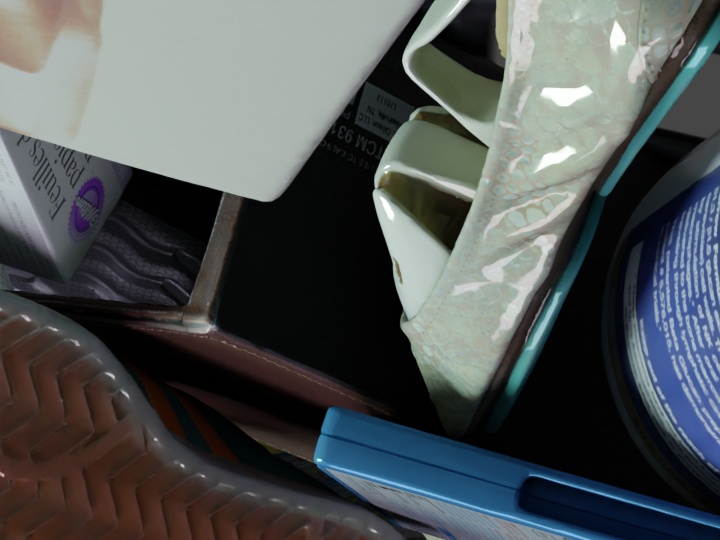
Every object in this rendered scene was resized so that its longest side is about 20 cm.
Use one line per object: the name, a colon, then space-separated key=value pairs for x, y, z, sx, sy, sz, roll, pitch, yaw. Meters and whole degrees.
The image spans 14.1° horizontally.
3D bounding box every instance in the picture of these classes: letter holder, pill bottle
letter holder: x=0.000 y=0.000 z=0.842 sx=0.199 sy=0.101 sz=0.142 roll=25 pitch=165 yaw=-38
pill bottle: x=0.132 y=-0.001 z=0.668 sx=0.110 sy=0.112 sz=0.200 roll=16 pitch=167 yaw=-7

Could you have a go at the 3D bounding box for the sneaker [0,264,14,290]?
sneaker: x=-0.178 y=-0.029 z=0.923 sx=0.199 sy=0.093 sz=0.075 roll=24 pitch=163 yaw=-35

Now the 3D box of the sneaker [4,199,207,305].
sneaker: x=-0.071 y=-0.011 z=0.946 sx=0.074 sy=0.082 sz=0.200 roll=30 pitch=148 yaw=1

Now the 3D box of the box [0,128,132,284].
box: x=-0.100 y=-0.069 z=0.679 sx=0.041 sy=0.039 sz=0.200 roll=17 pitch=152 yaw=22

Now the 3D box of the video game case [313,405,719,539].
video game case: x=0.094 y=0.078 z=0.765 sx=0.199 sy=0.018 sz=0.143 roll=15 pitch=171 yaw=12

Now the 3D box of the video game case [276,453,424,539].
video game case: x=-0.051 y=0.102 z=0.937 sx=0.142 sy=0.018 sz=0.200 roll=-12 pitch=-166 yaw=-9

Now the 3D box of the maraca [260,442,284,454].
maraca: x=-0.022 y=0.069 z=1.143 sx=0.136 sy=0.108 sz=0.200 roll=23 pitch=-167 yaw=12

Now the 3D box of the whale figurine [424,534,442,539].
whale figurine: x=0.096 y=0.062 z=1.047 sx=0.158 sy=0.105 sz=0.200 roll=5 pitch=-172 yaw=29

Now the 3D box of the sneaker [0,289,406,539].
sneaker: x=-0.077 y=0.056 z=0.786 sx=0.200 sy=0.072 sz=0.080 roll=33 pitch=172 yaw=-33

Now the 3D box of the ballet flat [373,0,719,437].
ballet flat: x=0.036 y=-0.032 z=0.693 sx=0.062 sy=0.068 sz=0.200 roll=25 pitch=142 yaw=0

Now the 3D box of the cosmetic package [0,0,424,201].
cosmetic package: x=-0.027 y=-0.089 z=0.504 sx=0.087 sy=0.104 sz=0.200 roll=15 pitch=165 yaw=-8
